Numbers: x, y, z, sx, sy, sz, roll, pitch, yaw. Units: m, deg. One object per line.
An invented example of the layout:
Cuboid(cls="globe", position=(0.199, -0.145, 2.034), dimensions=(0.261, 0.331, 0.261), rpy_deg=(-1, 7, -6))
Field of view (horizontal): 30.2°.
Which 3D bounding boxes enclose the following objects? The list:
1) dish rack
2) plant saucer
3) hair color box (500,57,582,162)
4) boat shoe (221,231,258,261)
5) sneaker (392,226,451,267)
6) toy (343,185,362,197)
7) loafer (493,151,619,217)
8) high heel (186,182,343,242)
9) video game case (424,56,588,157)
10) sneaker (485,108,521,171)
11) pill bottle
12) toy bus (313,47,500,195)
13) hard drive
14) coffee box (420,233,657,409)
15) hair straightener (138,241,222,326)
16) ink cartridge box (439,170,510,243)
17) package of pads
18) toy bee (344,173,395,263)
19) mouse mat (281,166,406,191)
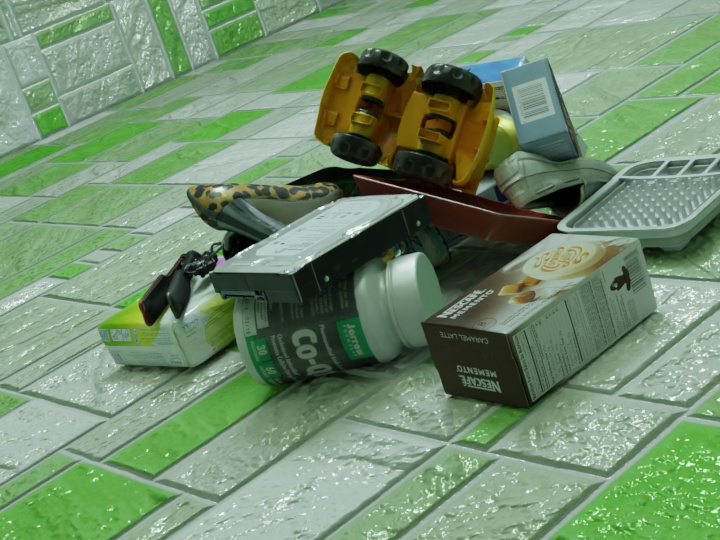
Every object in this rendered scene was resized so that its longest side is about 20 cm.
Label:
Cuboid(cls="dish rack", position=(0.334, -0.071, 1.486), dimensions=(0.172, 0.044, 0.200), rpy_deg=(1, 27, 44))
Cuboid(cls="plant saucer", position=(0.120, -0.065, 1.521), dimensions=(0.200, 0.037, 0.200), rpy_deg=(17, 8, 33))
Cuboid(cls="hair color box", position=(0.226, -0.166, 1.610), dimensions=(0.061, 0.099, 0.200), rpy_deg=(-16, -20, 12))
Cuboid(cls="boat shoe", position=(-0.124, -0.029, 1.551), dimensions=(0.072, 0.071, 0.200), rpy_deg=(-46, 32, 13))
Cuboid(cls="sneaker", position=(0.025, -0.036, 1.638), dimensions=(0.086, 0.078, 0.200), rpy_deg=(-29, 21, -18))
Cuboid(cls="toy", position=(-0.070, -0.052, 1.702), dimensions=(0.200, 0.047, 0.115), rpy_deg=(-33, 4, 39))
Cuboid(cls="loafer", position=(0.238, -0.093, 1.557), dimensions=(0.200, 0.070, 0.070), rpy_deg=(0, -30, -38))
Cuboid(cls="high heel", position=(-0.104, -0.086, 1.540), dimensions=(0.143, 0.071, 0.200), rpy_deg=(26, 26, 12))
Cuboid(cls="video game case", position=(0.177, -0.200, 1.790), dimensions=(0.200, 0.181, 0.045), rpy_deg=(-1, 52, 41))
Cuboid(cls="sneaker", position=(0.131, -0.151, 1.743), dimensions=(0.200, 0.078, 0.090), rpy_deg=(-12, 17, 48))
Cuboid(cls="pill bottle", position=(-0.021, 0.048, 1.383), dimensions=(0.200, 0.113, 0.113), rpy_deg=(-14, 19, 17))
Cuboid(cls="toy bus", position=(0.067, -0.167, 1.597), dimensions=(0.200, 0.136, 0.192), rpy_deg=(17, -4, 16))
Cuboid(cls="hard drive", position=(-0.041, -0.026, 1.378), dimensions=(0.200, 0.038, 0.140), rpy_deg=(-32, 21, -36))
Cuboid(cls="coffee box", position=(0.171, 0.043, 1.263), dimensions=(0.200, 0.080, 0.114), rpy_deg=(-32, 22, -34))
Cuboid(cls="hair straightener", position=(-0.196, 0.009, 1.581), dimensions=(0.077, 0.041, 0.200), rpy_deg=(-15, 14, 16))
Cuboid(cls="ink cartridge box", position=(0.100, -0.093, 1.779), dimensions=(0.200, 0.041, 0.200), rpy_deg=(-32, 23, -35))
Cuboid(cls="package of pads", position=(-0.195, 0.048, 1.625), dimensions=(0.154, 0.068, 0.200), rpy_deg=(-2, 25, 43))
Cuboid(cls="toy bee", position=(0.000, 0.000, 1.511), dimensions=(0.200, 0.109, 0.131), rpy_deg=(-62, 3, -2))
Cuboid(cls="mouse mat", position=(-0.029, -0.101, 1.674), dimensions=(0.161, 0.008, 0.200), rpy_deg=(-20, -11, 40))
